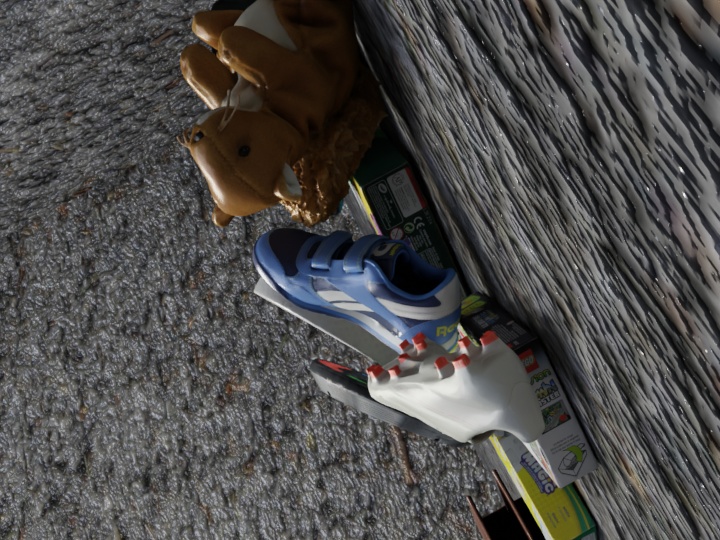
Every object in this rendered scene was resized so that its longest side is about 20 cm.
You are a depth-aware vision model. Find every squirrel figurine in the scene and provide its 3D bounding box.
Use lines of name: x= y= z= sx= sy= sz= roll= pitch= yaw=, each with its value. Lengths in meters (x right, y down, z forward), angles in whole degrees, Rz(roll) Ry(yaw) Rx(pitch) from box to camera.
squirrel figurine: x=-0.057 y=-0.116 z=0.749 sx=0.200 sy=0.140 sz=0.190 roll=41 pitch=-134 yaw=-42

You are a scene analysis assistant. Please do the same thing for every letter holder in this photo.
letter holder: x=0.209 y=0.330 z=1.125 sx=0.201 sy=0.099 sz=0.143 roll=62 pitch=177 yaw=48

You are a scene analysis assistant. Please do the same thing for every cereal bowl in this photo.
cereal bowl: x=-0.012 y=0.035 z=0.995 sx=0.198 sy=0.084 sz=0.200 roll=30 pitch=176 yaw=2

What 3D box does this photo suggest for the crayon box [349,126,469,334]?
crayon box: x=0.042 y=-0.050 z=0.970 sx=0.202 sy=0.058 sz=0.173 roll=63 pitch=-179 yaw=-30

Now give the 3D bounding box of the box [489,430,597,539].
box: x=0.173 y=0.198 z=0.949 sx=0.202 sy=0.048 sz=0.118 roll=60 pitch=178 yaw=33

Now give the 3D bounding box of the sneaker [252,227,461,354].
sneaker: x=0.000 y=0.000 z=0.789 sx=0.197 sy=0.074 sz=0.083 roll=22 pitch=133 yaw=13

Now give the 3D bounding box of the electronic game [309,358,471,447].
electronic game: x=0.039 y=0.135 z=0.965 sx=0.197 sy=0.042 sz=0.200 roll=22 pitch=178 yaw=1

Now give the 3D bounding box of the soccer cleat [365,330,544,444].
soccer cleat: x=0.062 y=0.092 z=0.683 sx=0.078 sy=0.069 sz=0.199 roll=58 pitch=159 yaw=-7

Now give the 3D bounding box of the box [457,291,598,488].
box: x=0.126 y=0.089 z=0.758 sx=0.112 sy=0.034 sz=0.200 roll=63 pitch=179 yaw=-10

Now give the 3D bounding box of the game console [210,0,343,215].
game console: x=-0.086 y=-0.166 z=0.921 sx=0.171 sy=0.116 sz=0.204 roll=-123 pitch=30 yaw=-71
